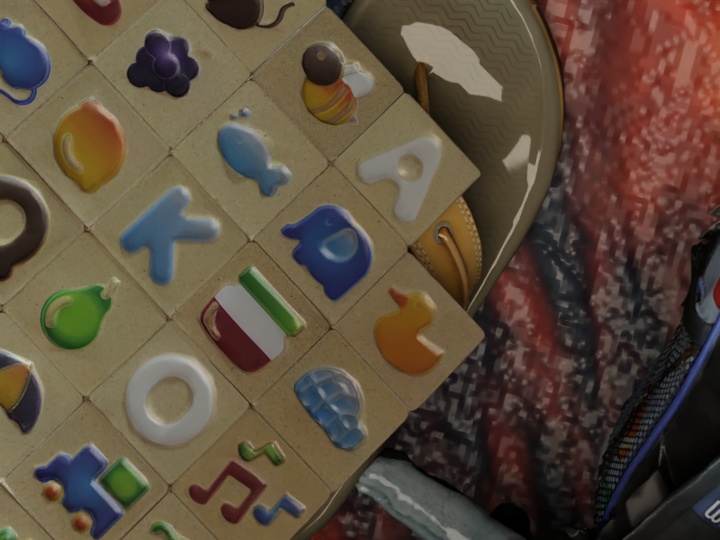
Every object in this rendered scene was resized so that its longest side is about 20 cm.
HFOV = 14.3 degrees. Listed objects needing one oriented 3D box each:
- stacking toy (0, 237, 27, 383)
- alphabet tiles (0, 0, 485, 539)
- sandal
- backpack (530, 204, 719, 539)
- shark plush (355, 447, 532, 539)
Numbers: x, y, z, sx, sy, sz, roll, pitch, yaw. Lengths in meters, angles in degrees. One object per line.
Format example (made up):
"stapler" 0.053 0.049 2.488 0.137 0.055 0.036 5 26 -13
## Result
"stacking toy" -0.166 0.019 0.868 0.199 0.110 0.116 4 122 19
"alphabet tiles" -0.064 0.001 0.787 0.166 0.006 0.200 47 68 -4
"sandal" 0.000 0.000 0.853 0.080 0.054 0.200 28 98 -2
"backpack" 0.174 0.027 0.777 0.200 0.154 0.191 22 131 -3
"shark plush" 0.087 0.117 0.811 0.091 0.083 0.200 -36 86 6
